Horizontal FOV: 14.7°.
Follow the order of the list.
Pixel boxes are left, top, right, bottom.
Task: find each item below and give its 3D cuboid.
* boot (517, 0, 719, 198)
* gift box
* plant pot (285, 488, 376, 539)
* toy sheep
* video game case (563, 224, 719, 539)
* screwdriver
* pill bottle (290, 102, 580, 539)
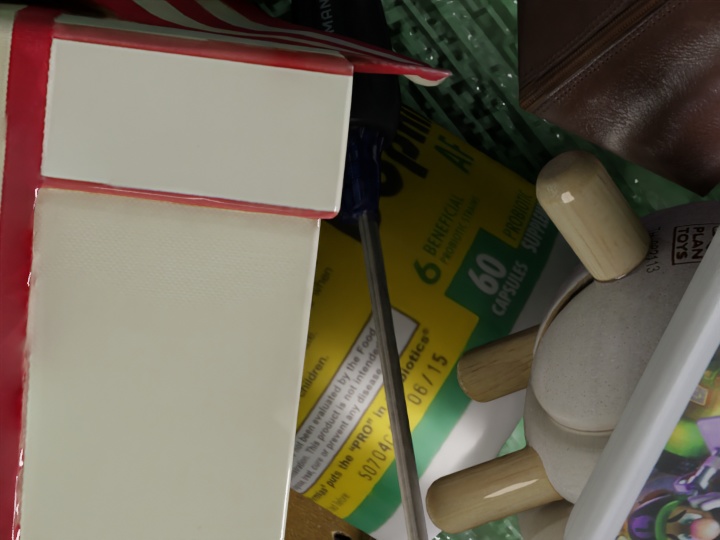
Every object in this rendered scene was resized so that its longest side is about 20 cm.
[{"bbox_3d":[0.123,-0.054,0.666,0.200,0.064,0.187,-41,68,48],"label":"boot"},{"bbox_3d":[-0.085,0.007,0.643,0.183,0.200,0.188,5,95,-11],"label":"gift box"},{"bbox_3d":[-0.075,0.139,0.929,0.186,0.187,0.200,31,121,-3],"label":"plant pot"},{"bbox_3d":[0.097,0.050,0.701,0.137,0.138,0.200,-15,129,35],"label":"toy sheep"},{"bbox_3d":[0.161,0.018,0.583,0.181,0.023,0.201,18,127,-6],"label":"video game case"},{"bbox_3d":[0.000,0.000,0.716,0.029,0.201,0.028,4,148,-12],"label":"screwdriver"},{"bbox_3d":[-0.041,-0.016,0.797,0.199,0.113,0.113,32,136,-3],"label":"pill bottle"}]
